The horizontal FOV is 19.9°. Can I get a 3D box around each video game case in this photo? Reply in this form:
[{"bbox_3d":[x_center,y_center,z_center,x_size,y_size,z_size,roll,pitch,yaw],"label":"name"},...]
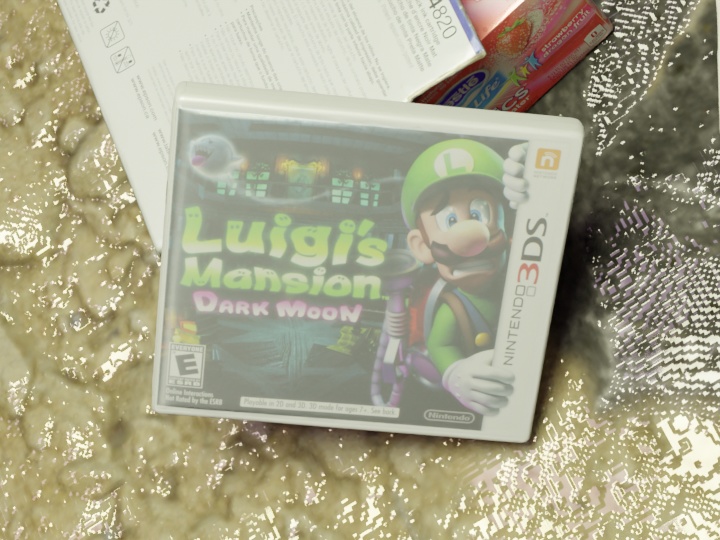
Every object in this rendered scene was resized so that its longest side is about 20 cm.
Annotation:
[{"bbox_3d":[0.000,0.000,1.027,0.199,0.023,0.182,5,119,-4],"label":"video game case"}]

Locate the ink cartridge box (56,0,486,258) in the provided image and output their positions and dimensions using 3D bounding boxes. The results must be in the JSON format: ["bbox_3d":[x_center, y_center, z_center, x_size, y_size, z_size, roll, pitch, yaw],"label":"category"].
[{"bbox_3d":[-0.050,-0.133,1.062,0.200,0.041,0.200,-30,67,16],"label":"ink cartridge box"}]

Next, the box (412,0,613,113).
[{"bbox_3d":[0.021,-0.108,1.101,0.200,0.103,0.095,-43,65,11],"label":"box"}]

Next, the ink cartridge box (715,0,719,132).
[{"bbox_3d":[0.279,-0.090,0.999,0.199,0.067,0.117,-4,77,22],"label":"ink cartridge box"}]
